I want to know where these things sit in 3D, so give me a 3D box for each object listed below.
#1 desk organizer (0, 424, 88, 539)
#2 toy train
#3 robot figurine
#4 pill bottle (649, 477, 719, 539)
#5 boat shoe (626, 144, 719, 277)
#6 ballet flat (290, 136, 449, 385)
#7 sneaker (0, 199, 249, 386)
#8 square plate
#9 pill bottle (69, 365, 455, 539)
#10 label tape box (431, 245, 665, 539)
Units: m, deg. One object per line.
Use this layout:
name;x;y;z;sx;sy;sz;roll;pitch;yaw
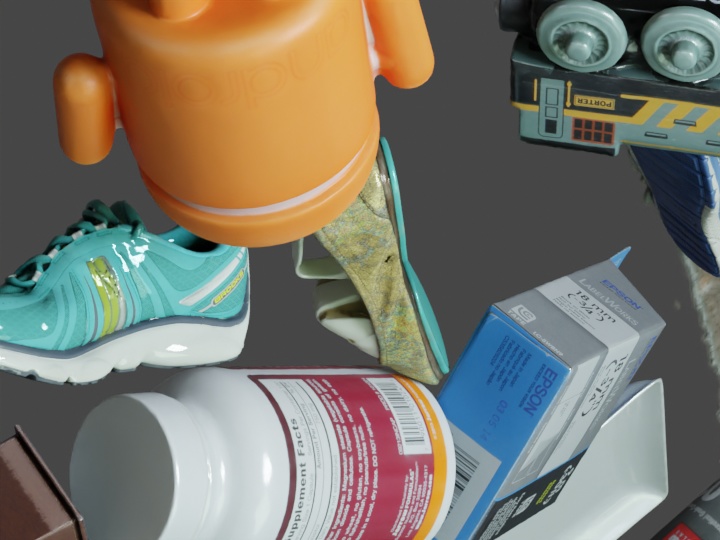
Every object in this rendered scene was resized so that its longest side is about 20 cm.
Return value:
desk organizer;-0.181;0.181;1.173;0.077;0.072;0.200;-27;142;-19
toy train;0.167;-0.108;1.140;0.114;0.200;0.085;88;13;-48
robot figurine;-0.054;-0.090;0.978;0.144;0.117;0.200;-45;148;-26
pill bottle;0.278;0.217;1.643;0.200;0.114;0.114;-41;146;-5
boat shoe;0.207;-0.070;1.315;0.072;0.072;0.200;-45;156;-7
ballet flat;0.000;0.000;1.181;0.071;0.071;0.200;-36;146;-12
sneaker;-0.132;0.005;1.054;0.200;0.077;0.080;-8;113;-47
square plate;0.121;0.165;1.486;0.200;0.028;0.198;-37;152;-11
pill bottle;-0.052;0.107;1.188;0.200;0.113;0.113;3;125;-46
label tape box;0.111;0.075;1.315;0.200;0.063;0.144;-20;143;-58
